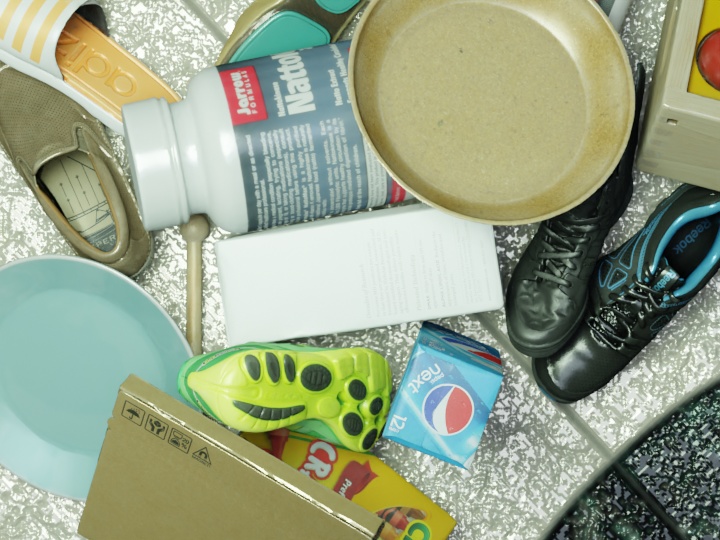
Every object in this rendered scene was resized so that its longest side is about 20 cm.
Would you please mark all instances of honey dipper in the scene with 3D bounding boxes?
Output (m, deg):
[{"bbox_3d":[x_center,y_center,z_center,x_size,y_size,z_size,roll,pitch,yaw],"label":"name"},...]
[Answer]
[{"bbox_3d":[-0.122,0.059,1.529,0.038,0.038,0.202,1,89,2],"label":"honey dipper"}]

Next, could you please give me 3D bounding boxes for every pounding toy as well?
[{"bbox_3d":[0.280,-0.171,1.429,0.182,0.142,0.202,14,68,1],"label":"pounding toy"}]

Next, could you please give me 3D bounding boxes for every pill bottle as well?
[{"bbox_3d":[-0.063,-0.091,1.459,0.198,0.120,0.121,-12,92,-8],"label":"pill bottle"}]

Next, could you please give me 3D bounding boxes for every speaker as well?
[{"bbox_3d":[0.169,-0.234,1.478,0.081,0.081,0.202,23,94,1],"label":"speaker"}]

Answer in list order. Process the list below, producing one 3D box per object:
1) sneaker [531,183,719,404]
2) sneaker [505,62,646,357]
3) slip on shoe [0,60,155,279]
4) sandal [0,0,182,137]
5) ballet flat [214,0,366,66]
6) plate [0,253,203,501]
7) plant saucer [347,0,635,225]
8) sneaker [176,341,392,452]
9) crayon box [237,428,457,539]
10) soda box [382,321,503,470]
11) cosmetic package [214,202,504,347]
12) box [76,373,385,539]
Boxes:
[{"bbox_3d":[0.196,0.014,1.487,0.073,0.082,0.200,40,95,-2],"label":"sneaker"},{"bbox_3d":[0.150,-0.045,1.455,0.060,0.104,0.201,21,68,18],"label":"sneaker"},{"bbox_3d":[-0.217,-0.081,1.497,0.076,0.061,0.201,-30,78,5],"label":"slip on shoe"},{"bbox_3d":[-0.202,-0.170,1.495,0.206,0.059,0.079,33,50,-6],"label":"sandal"},{"bbox_3d":[-0.036,-0.197,1.497,0.200,0.063,0.068,-41,132,20],"label":"ballet flat"},{"bbox_3d":[-0.206,0.076,1.510,0.198,0.026,0.202,6,116,12],"label":"plate"},{"bbox_3d":[0.086,-0.120,1.404,0.198,0.035,0.202,3,71,-10],"label":"plant saucer"},{"bbox_3d":[-0.048,0.079,1.440,0.083,0.199,0.075,13,88,39],"label":"sneaker"},{"bbox_3d":[-0.021,0.192,1.496,0.199,0.051,0.127,38,64,-1],"label":"crayon box"},{"bbox_3d":[0.059,0.083,1.437,0.064,0.200,0.068,21,94,1],"label":"soda box"},{"bbox_3d":[0.000,0.000,1.481,0.198,0.113,0.082,-10,92,4],"label":"cosmetic package"},{"bbox_3d":[-0.094,0.176,1.419,0.199,0.021,0.164,29,133,7],"label":"box"}]
